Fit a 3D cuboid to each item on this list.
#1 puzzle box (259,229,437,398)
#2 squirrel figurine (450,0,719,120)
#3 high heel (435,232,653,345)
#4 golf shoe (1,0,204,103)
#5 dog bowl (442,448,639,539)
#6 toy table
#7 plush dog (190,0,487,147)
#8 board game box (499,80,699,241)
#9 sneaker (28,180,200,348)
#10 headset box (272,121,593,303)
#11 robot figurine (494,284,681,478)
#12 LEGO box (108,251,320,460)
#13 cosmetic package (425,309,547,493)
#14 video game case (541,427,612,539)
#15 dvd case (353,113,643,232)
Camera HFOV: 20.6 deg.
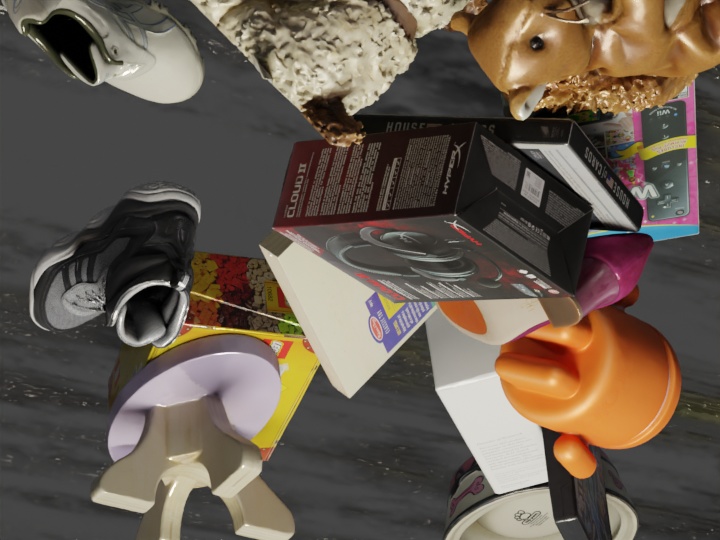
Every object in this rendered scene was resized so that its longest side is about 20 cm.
[{"bbox_3d":[0.000,0.000,1.604,0.133,0.025,0.200,-45,142,-17],"label":"puzzle box"},{"bbox_3d":[0.157,-0.159,1.354,0.186,0.142,0.200,-27,159,-20],"label":"squirrel figurine"},{"bbox_3d":[0.140,0.008,1.539,0.199,0.096,0.068,4,124,55],"label":"high heel"},{"bbox_3d":[-0.182,-0.153,1.377,0.078,0.098,0.200,-30,140,25],"label":"golf shoe"},{"bbox_3d":[0.175,0.238,1.989,0.199,0.074,0.201,-5,144,-3],"label":"dog bowl"},{"bbox_3d":[-0.139,0.155,1.652,0.183,0.118,0.200,9,141,-21],"label":"toy table"},{"bbox_3d":[0.004,-0.186,1.349,0.172,0.161,0.200,-45,138,4],"label":"plush dog"},{"bbox_3d":[0.188,-0.100,1.545,0.146,0.065,0.200,-10,144,4],"label":"board game box"},{"bbox_3d":[-0.201,0.020,1.591,0.075,0.114,0.200,24,133,-36],"label":"sneaker"},{"bbox_3d":[0.045,-0.038,1.457,0.199,0.078,0.149,-4,154,42],"label":"headset box"},{"bbox_3d":[0.191,0.086,1.644,0.116,0.145,0.200,-33,148,26],"label":"robot figurine"},{"bbox_3d":[-0.124,0.077,1.712,0.148,0.078,0.200,7,141,-19],"label":"LEGO box"},{"bbox_3d":[0.121,0.107,1.779,0.071,0.102,0.200,-15,142,11],"label":"cosmetic package"},{"bbox_3d":[0.196,0.179,1.804,0.025,0.201,0.181,-13,144,12],"label":"video game case"},{"bbox_3d":[0.094,-0.073,1.476,0.199,0.025,0.150,4,159,31],"label":"dvd case"}]
